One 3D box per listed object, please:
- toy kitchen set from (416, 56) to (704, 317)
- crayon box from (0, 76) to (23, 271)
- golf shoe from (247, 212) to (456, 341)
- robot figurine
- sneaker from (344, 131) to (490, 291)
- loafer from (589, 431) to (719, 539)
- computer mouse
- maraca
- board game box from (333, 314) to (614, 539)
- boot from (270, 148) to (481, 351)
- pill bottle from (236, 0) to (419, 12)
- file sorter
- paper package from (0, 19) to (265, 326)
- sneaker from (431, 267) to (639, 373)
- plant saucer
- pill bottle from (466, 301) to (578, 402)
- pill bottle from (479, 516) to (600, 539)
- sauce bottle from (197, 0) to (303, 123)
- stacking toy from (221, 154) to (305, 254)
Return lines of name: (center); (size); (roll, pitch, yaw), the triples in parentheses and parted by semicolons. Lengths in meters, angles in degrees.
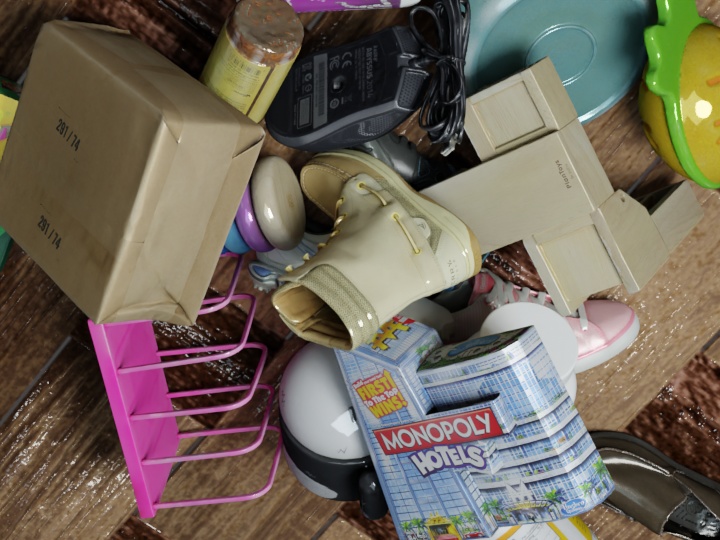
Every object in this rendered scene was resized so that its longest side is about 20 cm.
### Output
toy kitchen set: (0.161, -0.078, 1.168); (0.163, 0.180, 0.200); (-22, 99, 38)
crayon box: (-0.386, -0.105, 1.175); (0.200, 0.058, 0.173); (22, 110, -10)
golf shoe: (0.000, 0.000, 1.204); (0.200, 0.078, 0.097); (21, 99, 8)
robot figurine: (-0.011, 0.137, 1.224); (0.150, 0.125, 0.200); (31, 155, 16)
sneaker: (0.045, -0.079, 1.203); (0.082, 0.073, 0.200); (-40, 101, -26)
loafer: (0.292, 0.220, 1.323); (0.200, 0.071, 0.073); (20, 111, -10)
computer mouse: (0.011, -0.144, 1.109); (0.200, 0.139, 0.053); (-10, 156, 32)
maraca: (0.285, -0.155, 1.130); (0.107, 0.137, 0.200); (-3, 145, 36)
board game box: (0.072, 0.117, 1.075); (0.200, 0.062, 0.200); (-18, 106, 45)
boot: (-0.020, -0.019, 1.110); (0.155, 0.200, 0.073); (-33, 141, -28)
pill bottle: (-0.004, -0.270, 1.089); (0.199, 0.112, 0.113); (-3, 113, 0)
file sorter: (-0.151, 0.098, 1.217); (0.125, 0.139, 0.200); (-7, 113, 7)
paper package: (-0.198, -0.079, 1.086); (0.103, 0.200, 0.191); (1, 117, -47)
sneaker: (0.155, 0.043, 1.243); (0.200, 0.075, 0.105); (-14, 118, 9)
plant saucer: (0.166, -0.187, 1.131); (0.200, 0.027, 0.200); (-10, 135, -10)
pill bottle: (0.126, 0.116, 1.165); (0.108, 0.109, 0.200); (6, 144, -4)
pill bottle: (0.148, 0.251, 1.311); (0.111, 0.111, 0.200); (-38, 108, 13)
sauce bottle: (-0.108, -0.148, 1.118); (0.066, 0.066, 0.200); (25, 144, -12)
stacking toy: (-0.154, -0.042, 1.190); (0.200, 0.085, 0.086); (-12, 113, 18)
